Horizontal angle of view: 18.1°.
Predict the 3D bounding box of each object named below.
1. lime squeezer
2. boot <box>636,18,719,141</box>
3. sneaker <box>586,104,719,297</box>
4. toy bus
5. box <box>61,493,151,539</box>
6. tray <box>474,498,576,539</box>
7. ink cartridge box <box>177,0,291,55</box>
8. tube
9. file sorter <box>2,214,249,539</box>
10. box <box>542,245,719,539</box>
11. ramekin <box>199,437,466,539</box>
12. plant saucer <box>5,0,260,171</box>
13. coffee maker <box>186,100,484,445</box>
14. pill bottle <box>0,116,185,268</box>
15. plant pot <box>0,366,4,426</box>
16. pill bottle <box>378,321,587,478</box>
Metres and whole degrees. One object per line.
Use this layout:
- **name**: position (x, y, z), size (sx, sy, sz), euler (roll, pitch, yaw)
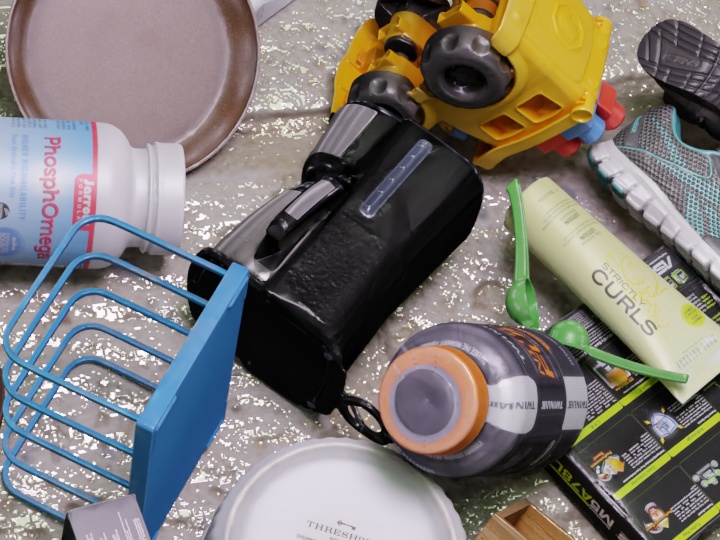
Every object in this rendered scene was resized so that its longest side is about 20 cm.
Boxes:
- **lime squeezer**: position (0.153, 0.030, 1.671), size (0.071, 0.038, 0.200), euler (-38, 71, -7)
- **boot**: position (0.313, -0.119, 1.784), size (0.070, 0.132, 0.200), euler (-47, 63, 1)
- **sneaker**: position (0.270, -0.051, 1.763), size (0.091, 0.078, 0.200), euler (-44, 75, 0)
- **toy bus**: position (0.104, -0.147, 1.769), size (0.192, 0.200, 0.136), euler (38, 48, -28)
- **box**: position (-0.142, 0.267, 1.447), size (0.050, 0.158, 0.201), euler (-13, 63, -20)
- **tray**: position (0.171, 0.239, 1.570), size (0.200, 0.099, 0.037), euler (38, 101, 13)
- **ink cartridge box**: position (-0.124, -0.269, 1.846), size (0.162, 0.050, 0.200), euler (43, 63, 14)
- **tube**: position (0.194, 0.011, 1.692), size (0.200, 0.052, 0.058), euler (45, 100, 19)
- **file sorter**: position (-0.166, 0.079, 1.534), size (0.122, 0.200, 0.139), euler (25, 57, 7)
- **box**: position (0.223, 0.102, 1.694), size (0.200, 0.048, 0.193), euler (-34, 72, -28)
- **ramekin**: position (-0.017, 0.208, 1.532), size (0.199, 0.105, 0.201), euler (3, 61, -6)
- **plant saucer**: position (-0.175, -0.168, 1.733), size (0.199, 0.032, 0.201), euler (-1, 94, -18)
- **coffee maker**: position (0.000, 0.000, 1.675), size (0.192, 0.135, 0.200), euler (49, 60, -9)
- **pill bottle**: position (-0.231, -0.057, 1.655), size (0.199, 0.109, 0.109), euler (2, 58, -11)
- **plant pot**: position (-0.333, 0.038, 1.523), size (0.199, 0.199, 0.201), euler (6, 57, -9)
- **pill bottle**: position (0.080, 0.089, 1.557), size (0.106, 0.200, 0.107), euler (-1, 87, 22)
